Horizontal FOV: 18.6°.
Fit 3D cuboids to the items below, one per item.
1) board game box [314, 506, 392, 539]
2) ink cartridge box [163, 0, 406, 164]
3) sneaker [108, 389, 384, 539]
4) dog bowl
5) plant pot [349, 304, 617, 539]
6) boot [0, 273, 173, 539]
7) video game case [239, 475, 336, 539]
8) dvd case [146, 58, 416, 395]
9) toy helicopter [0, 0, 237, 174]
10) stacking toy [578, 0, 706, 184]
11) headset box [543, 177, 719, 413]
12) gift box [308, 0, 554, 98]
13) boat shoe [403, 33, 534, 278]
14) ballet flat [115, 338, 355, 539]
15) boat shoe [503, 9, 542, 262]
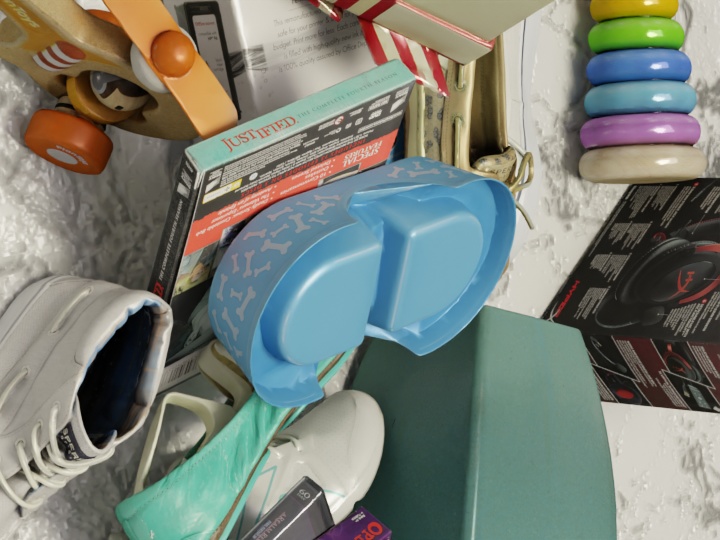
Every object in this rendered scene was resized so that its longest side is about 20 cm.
[{"bbox_3d":[-0.044,0.232,1.227,0.120,0.032,0.200,-28,145,-34],"label":"board game box"},{"bbox_3d":[-0.044,-0.139,1.253,0.116,0.068,0.201,-22,106,-40],"label":"ink cartridge box"},{"bbox_3d":[-0.061,0.127,1.250,0.200,0.070,0.080,-45,115,-30],"label":"sneaker"},{"bbox_3d":[0.000,0.000,1.186,0.200,0.050,0.112,-20,134,-40],"label":"dog bowl"},{"bbox_3d":[0.067,0.128,1.325,0.141,0.141,0.201,15,76,-41],"label":"plant pot"},{"bbox_3d":[-0.171,0.089,1.130,0.074,0.095,0.201,40,66,-36],"label":"boot"},{"bbox_3d":[-0.084,0.213,1.190,0.200,0.019,0.143,-43,153,-17],"label":"video game case"},{"bbox_3d":[-0.052,-0.018,1.188,0.146,0.022,0.200,-27,152,-32],"label":"dvd case"},{"bbox_3d":[-0.142,-0.118,1.103,0.200,0.132,0.079,43,64,-50],"label":"toy helicopter"},{"bbox_3d":[0.184,-0.160,1.457,0.085,0.085,0.201,-1,89,-42],"label":"stacking toy"},{"bbox_3d":[0.236,0.015,1.428,0.149,0.200,0.075,-54,124,-27],"label":"headset box"},{"bbox_3d":[0.048,-0.216,1.158,0.200,0.187,0.185,29,67,-19],"label":"gift box"},{"bbox_3d":[0.063,-0.082,1.274,0.073,0.062,0.201,-41,123,-60],"label":"boat shoe"},{"bbox_3d":[-0.069,0.077,1.198,0.070,0.067,0.200,41,52,-9],"label":"ballet flat"},{"bbox_3d":[0.064,-0.104,1.350,0.086,0.074,0.203,11,82,-42],"label":"boat shoe"}]
